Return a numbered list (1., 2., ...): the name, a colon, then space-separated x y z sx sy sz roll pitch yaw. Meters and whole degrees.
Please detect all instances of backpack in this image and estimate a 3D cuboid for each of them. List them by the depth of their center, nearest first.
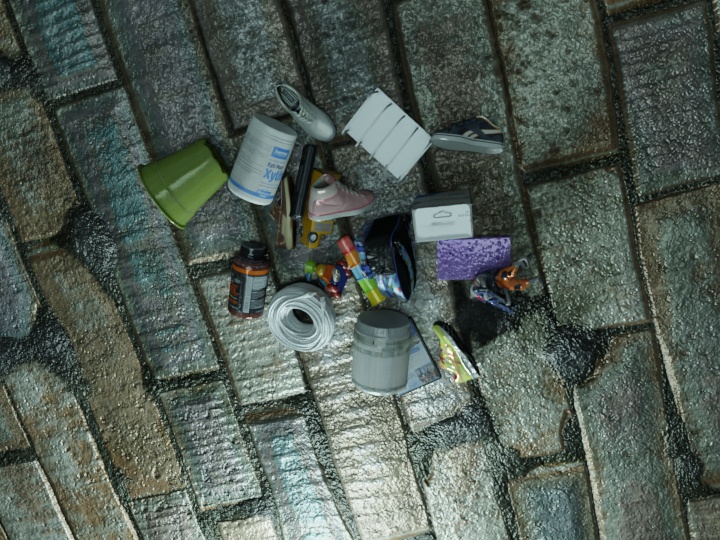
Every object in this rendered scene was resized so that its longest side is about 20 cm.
1. backpack: 0.077 -0.024 1.698 0.132 0.183 0.203 -7 117 19

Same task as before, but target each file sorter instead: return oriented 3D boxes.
1. file sorter: 0.068 -0.336 1.628 0.199 0.125 0.139 41 108 -5

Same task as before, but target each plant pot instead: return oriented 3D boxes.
1. plant pot: -0.452 -0.247 1.712 0.188 0.200 0.202 -33 100 4

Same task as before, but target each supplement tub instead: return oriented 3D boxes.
1. supplement tub: -0.257 -0.288 1.686 0.130 0.132 0.203 26 109 0
2. supplement tub: -0.310 0.024 1.800 0.105 0.107 0.204 11 107 5

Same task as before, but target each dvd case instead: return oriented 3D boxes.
1. dvd case: 0.128 0.248 1.846 0.141 0.018 0.203 -25 100 14

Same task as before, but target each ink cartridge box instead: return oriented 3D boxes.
1. ink cartridge box: 0.208 -0.140 1.624 0.142 0.200 0.086 -5 106 10

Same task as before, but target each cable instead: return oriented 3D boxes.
1. cable: -0.165 0.131 1.808 0.196 0.070 0.203 0 120 19

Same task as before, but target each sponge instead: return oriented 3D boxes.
1. sponge: 0.303 -0.034 1.731 0.195 0.030 0.114 -1 107 9

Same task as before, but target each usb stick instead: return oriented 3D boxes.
1. usb stick: -0.151 -0.231 1.696 0.032 0.055 0.205 13 84 -29

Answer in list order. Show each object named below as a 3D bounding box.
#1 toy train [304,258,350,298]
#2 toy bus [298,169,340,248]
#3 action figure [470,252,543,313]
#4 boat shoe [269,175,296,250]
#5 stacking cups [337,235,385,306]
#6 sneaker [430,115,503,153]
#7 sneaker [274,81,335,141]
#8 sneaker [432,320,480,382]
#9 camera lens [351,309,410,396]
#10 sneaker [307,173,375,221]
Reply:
1. toy train: -0.099 0.001 1.721 0.114 0.200 0.086 20 77 11
2. toy bus: -0.110 -0.164 1.724 0.077 0.065 0.204 -2 111 -32
3. action figure: 0.379 0.036 1.697 0.191 0.199 0.107 -19 59 28
4. boat shoe: -0.214 -0.155 1.753 0.070 0.072 0.204 3 112 7
5. stacking cups: 0.000 0.000 1.769 0.060 0.061 0.202 -31 100 16
6. sneaker: 0.265 -0.342 1.607 0.196 0.078 0.081 3 86 -21
7. sneaker: -0.149 -0.406 1.667 0.199 0.071 0.073 40 108 -4
8. sneaker: 0.249 0.233 1.793 0.089 0.078 0.202 -31 100 18
9. camera lens: 0.056 0.226 1.757 0.156 0.160 0.205 5 106 7
10. sneaker: -0.045 -0.200 1.661 0.197 0.075 0.107 -16 124 -26
